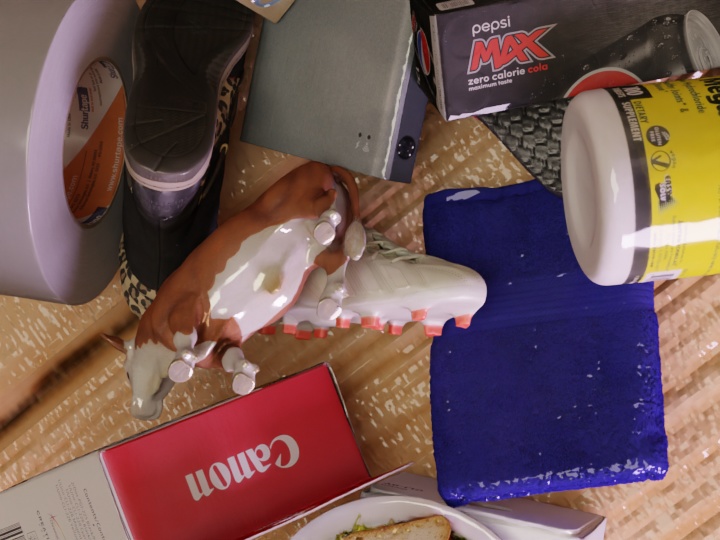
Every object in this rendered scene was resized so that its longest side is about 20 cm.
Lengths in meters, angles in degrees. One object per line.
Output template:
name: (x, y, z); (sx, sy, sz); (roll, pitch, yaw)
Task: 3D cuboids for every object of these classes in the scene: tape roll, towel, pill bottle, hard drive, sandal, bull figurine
tape roll: (-0.192, -0.082, 1.420); (0.066, 0.200, 0.202); (8, 96, 16)
towel: (0.113, 0.039, 1.389); (0.146, 0.050, 0.202); (-9, 69, 20)
pill bottle: (0.222, -0.057, 1.322); (0.198, 0.112, 0.114); (-7, 92, -8)
hard drive: (-0.003, -0.165, 1.412); (0.139, 0.033, 0.202); (17, 97, 46)
sandal: (0.084, -0.122, 1.414); (0.075, 0.045, 0.200); (-41, 76, 9)
bull figurine: (-0.075, 0.017, 1.362); (0.065, 0.122, 0.200); (39, 97, -26)

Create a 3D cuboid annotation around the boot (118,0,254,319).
boot: (-0.112, -0.078, 1.446); (0.072, 0.201, 0.151); (6, 134, -1)

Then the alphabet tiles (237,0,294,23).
alphabet tiles: (-0.085, -0.252, 1.356); (0.199, 0.008, 0.167); (29, 124, -22)

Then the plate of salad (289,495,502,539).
plate of salad: (0.022, 0.236, 1.372); (0.198, 0.048, 0.202); (1, 94, 17)

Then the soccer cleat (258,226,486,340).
soccer cleat: (0.000, 0.000, 1.402); (0.199, 0.069, 0.078); (-4, 80, 50)

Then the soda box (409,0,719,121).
soda box: (0.132, -0.145, 1.341); (0.198, 0.063, 0.071); (-12, 115, -9)

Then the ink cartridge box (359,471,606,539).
ink cartridge box: (0.065, 0.239, 1.428); (0.144, 0.083, 0.202); (10, 97, 16)

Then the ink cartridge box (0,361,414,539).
ink cartridge box: (-0.096, 0.128, 1.379); (0.175, 0.199, 0.084); (-24, 87, 43)
